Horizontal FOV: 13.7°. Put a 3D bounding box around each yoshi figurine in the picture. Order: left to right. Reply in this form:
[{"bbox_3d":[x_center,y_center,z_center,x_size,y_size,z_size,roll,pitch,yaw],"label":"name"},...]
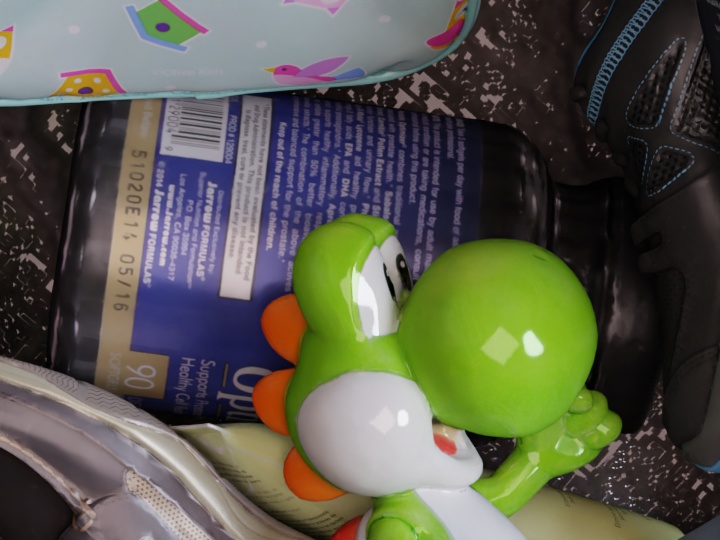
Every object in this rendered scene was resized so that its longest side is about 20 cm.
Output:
[{"bbox_3d":[0.041,0.075,0.918,0.111,0.112,0.201,-18,97,-16],"label":"yoshi figurine"}]

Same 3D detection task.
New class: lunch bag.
[{"bbox_3d":[-0.059,-0.122,0.913,0.199,0.161,0.077,-3,60,-7],"label":"lunch bag"}]

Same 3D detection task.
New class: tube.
[{"bbox_3d":[0.019,0.081,1.008,0.199,0.052,0.058,20,125,-24],"label":"tube"}]

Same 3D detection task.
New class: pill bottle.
[{"bbox_3d":[0.000,0.000,1.004,0.199,0.112,0.112,8,93,-3],"label":"pill bottle"}]

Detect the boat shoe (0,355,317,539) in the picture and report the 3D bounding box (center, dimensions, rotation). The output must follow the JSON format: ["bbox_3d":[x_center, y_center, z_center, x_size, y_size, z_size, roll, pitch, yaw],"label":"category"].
[{"bbox_3d":[-0.074,0.097,0.965,0.200,0.074,0.074,32,61,-11],"label":"boat shoe"}]

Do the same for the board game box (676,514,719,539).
[{"bbox_3d":[0.102,0.210,1.019,0.200,0.041,0.200,-32,101,20],"label":"board game box"}]

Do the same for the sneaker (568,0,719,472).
[{"bbox_3d":[0.110,-0.038,0.953,0.082,0.073,0.201,5,89,26],"label":"sneaker"}]

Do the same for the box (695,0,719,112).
[{"bbox_3d":[0.222,-0.029,0.867,0.199,0.123,0.199,-23,117,-14],"label":"box"}]
